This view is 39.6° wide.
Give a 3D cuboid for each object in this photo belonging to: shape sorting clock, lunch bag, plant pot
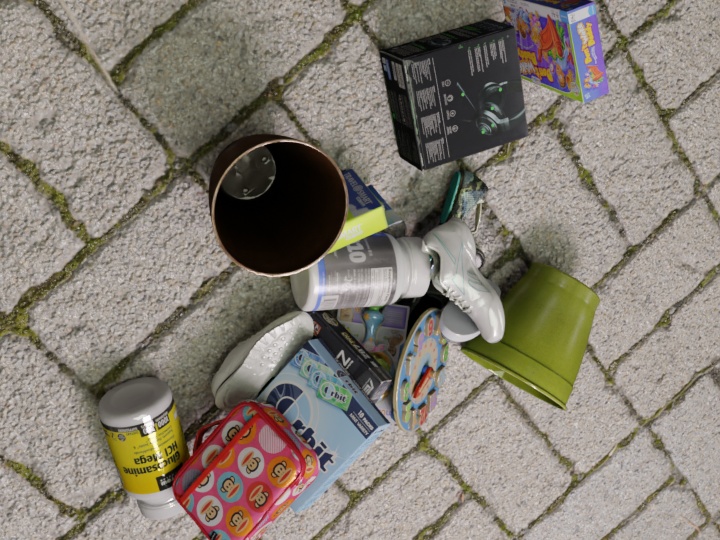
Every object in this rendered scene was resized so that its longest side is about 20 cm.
[{"bbox_3d":[0.100,0.158,1.578,0.200,0.039,0.201,-46,145,-47],"label":"shape sorting clock"},{"bbox_3d":[-0.177,0.293,1.477,0.200,0.176,0.082,-49,160,9],"label":"lunch bag"},{"bbox_3d":[-0.137,-0.113,1.393,0.186,0.200,0.188,-8,112,-19],"label":"plant pot"},{"bbox_3d":[0.299,0.099,1.670,0.200,0.200,0.194,33,84,-29],"label":"plant pot"}]

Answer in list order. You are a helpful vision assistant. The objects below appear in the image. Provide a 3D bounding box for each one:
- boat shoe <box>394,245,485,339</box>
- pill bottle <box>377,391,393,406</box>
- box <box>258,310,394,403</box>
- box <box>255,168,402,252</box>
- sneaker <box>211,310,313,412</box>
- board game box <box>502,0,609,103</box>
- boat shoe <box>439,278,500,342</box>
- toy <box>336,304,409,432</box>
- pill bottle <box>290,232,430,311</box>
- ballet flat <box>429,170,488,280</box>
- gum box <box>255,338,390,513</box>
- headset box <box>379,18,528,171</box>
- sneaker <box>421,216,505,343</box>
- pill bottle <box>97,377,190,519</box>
[{"bbox_3d":[0.131,0.038,1.637,0.200,0.068,0.072,-40,118,-4],"label":"boat shoe"},{"bbox_3d":[-0.029,0.255,1.634,0.200,0.110,0.110,-45,119,1],"label":"pill bottle"},{"bbox_3d":[-0.065,0.188,1.550,0.200,0.161,0.049,-52,159,18],"label":"box"},{"bbox_3d":[-0.053,-0.079,1.482,0.199,0.122,0.048,-24,131,-11],"label":"box"},{"bbox_3d":[-0.156,0.126,1.535,0.200,0.081,0.076,-42,122,8],"label":"sneaker"},{"bbox_3d":[0.283,-0.336,1.469,0.045,0.200,0.135,-23,117,-11],"label":"board game box"},{"bbox_3d":[0.174,0.075,1.612,0.068,0.200,0.057,35,122,11],"label":"boat shoe"},{"bbox_3d":[0.008,0.144,1.572,0.114,0.047,0.201,7,77,5],"label":"toy"},{"bbox_3d":[0.000,0.000,1.542,0.199,0.114,0.115,-4,112,-20],"label":"pill bottle"},{"bbox_3d":[0.149,-0.058,1.596,0.074,0.074,0.201,17,103,-26],"label":"ballet flat"},{"bbox_3d":[-0.078,0.233,1.503,0.200,0.170,0.044,-47,161,19],"label":"gum box"},{"bbox_3d":[0.149,-0.268,1.504,0.199,0.093,0.175,-20,116,-13],"label":"headset box"},{"bbox_3d":[0.153,0.024,1.526,0.080,0.070,0.201,-24,87,-23],"label":"sneaker"},{"bbox_3d":[-0.321,0.275,1.526,0.112,0.112,0.201,-18,116,-14],"label":"pill bottle"}]
